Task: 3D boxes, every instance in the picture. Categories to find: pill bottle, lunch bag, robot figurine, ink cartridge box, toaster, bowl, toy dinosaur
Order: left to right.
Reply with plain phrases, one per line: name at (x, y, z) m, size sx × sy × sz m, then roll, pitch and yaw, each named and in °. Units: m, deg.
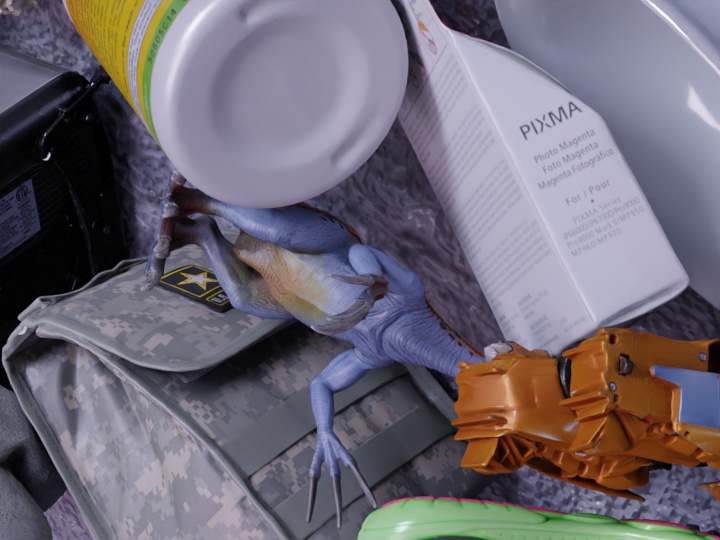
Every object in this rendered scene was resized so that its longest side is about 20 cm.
toaster at (-0.210, -0.012, 1.229) m, size 0.118 × 0.200 × 0.182 m, roll 24°, pitch 136°, yaw 32°
pill bottle at (-0.067, -0.121, 1.042) m, size 0.200 × 0.110 × 0.112 m, roll -129°, pitch 33°, yaw -51°
lunch bag at (-0.056, 0.071, 1.139) m, size 0.200 × 0.164 × 0.118 m, roll 50°, pitch 126°, yaw 8°
toy dinosaur at (0.000, 0.000, 1.041) m, size 0.180 × 0.201 × 0.105 m, roll 14°, pitch 144°, yaw -6°
ink cartridge box at (0.057, -0.060, 1.012) m, size 0.163 × 0.057 × 0.201 m, roll 125°, pitch 122°, yaw -79°
robot figurine at (0.143, 0.069, 0.971) m, size 0.145 × 0.199 × 0.059 m, roll -17°, pitch 62°, yaw 56°
bowl at (0.147, -0.072, 0.917) m, size 0.201 × 0.090 × 0.201 m, roll 49°, pitch 168°, yaw 14°

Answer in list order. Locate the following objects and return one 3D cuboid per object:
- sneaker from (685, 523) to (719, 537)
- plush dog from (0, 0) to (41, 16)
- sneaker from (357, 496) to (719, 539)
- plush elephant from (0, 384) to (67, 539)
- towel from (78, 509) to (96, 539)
sneaker at (0.078, 0.168, 1.074) m, size 0.198 × 0.075 × 0.081 m, roll -11°, pitch 143°, yaw 1°
plush dog at (-0.266, -0.189, 1.170) m, size 0.160 × 0.172 × 0.201 m, roll -10°, pitch 108°, yaw 44°
sneaker at (0.095, 0.145, 1.019) m, size 0.198 × 0.077 × 0.084 m, roll 7°, pitch 84°, yaw 0°
plush elephant at (-0.197, 0.148, 1.116) m, size 0.198 × 0.165 × 0.156 m, roll -4°, pitch 134°, yaw 2°
towel at (-0.082, 0.129, 1.304) m, size 0.199 × 0.031 × 0.150 m, roll -11°, pitch 107°, yaw 44°
